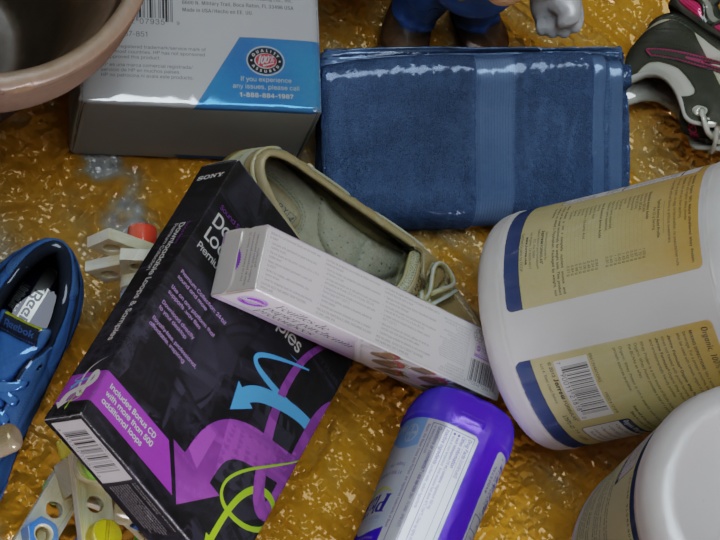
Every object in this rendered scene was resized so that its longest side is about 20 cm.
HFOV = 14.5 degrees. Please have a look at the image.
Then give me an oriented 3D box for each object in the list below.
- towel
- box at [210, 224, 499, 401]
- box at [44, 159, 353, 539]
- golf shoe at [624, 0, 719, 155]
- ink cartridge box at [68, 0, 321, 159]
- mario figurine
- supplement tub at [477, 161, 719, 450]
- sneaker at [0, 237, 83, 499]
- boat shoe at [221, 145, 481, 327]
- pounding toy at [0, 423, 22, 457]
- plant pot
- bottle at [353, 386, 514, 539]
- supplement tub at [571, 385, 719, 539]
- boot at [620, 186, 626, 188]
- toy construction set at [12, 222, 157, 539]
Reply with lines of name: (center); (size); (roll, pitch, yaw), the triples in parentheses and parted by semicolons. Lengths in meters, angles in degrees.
towel: (0.068, -0.081, 1.730); (0.199, 0.049, 0.112); (-2, 100, -13)
box: (0.003, 0.028, 1.603); (0.200, 0.039, 0.042); (25, 68, -39)
box: (-0.080, 0.056, 1.568); (0.143, 0.036, 0.200); (52, 46, -29)
golf shoe: (0.249, -0.096, 1.754); (0.088, 0.077, 0.200); (-42, 52, -19)
ink cartridge box: (-0.104, -0.175, 1.720); (0.145, 0.084, 0.201); (2, 69, -11)
mario figurine: (0.071, -0.169, 1.694); (0.123, 0.200, 0.106); (-38, 81, -22)
supplement tub: (0.183, 0.017, 1.632); (0.200, 0.144, 0.145); (-13, 68, 24)
sneaker: (-0.213, 0.070, 1.606); (0.066, 0.078, 0.200); (24, 67, -5)
boat shoe: (0.001, -0.002, 1.665); (0.201, 0.063, 0.073); (42, 68, -17)
pounding toy: (-0.289, 0.160, 1.486); (0.184, 0.200, 0.143); (12, 67, -8)
plant pot: (-0.229, -0.158, 1.607); (0.200, 0.175, 0.201); (6, 67, -14)
bottle: (0.024, 0.167, 1.618); (0.065, 0.084, 0.200); (25, 70, -3)
supplement tub: (0.200, 0.158, 1.598); (0.145, 0.200, 0.145); (4, 69, -11)
boot: (0.262, -0.027, 1.758); (0.200, 0.070, 0.146); (38, 56, -2)
toy construction set: (-0.123, 0.077, 1.613); (0.131, 0.092, 0.201); (12, 80, -22)
